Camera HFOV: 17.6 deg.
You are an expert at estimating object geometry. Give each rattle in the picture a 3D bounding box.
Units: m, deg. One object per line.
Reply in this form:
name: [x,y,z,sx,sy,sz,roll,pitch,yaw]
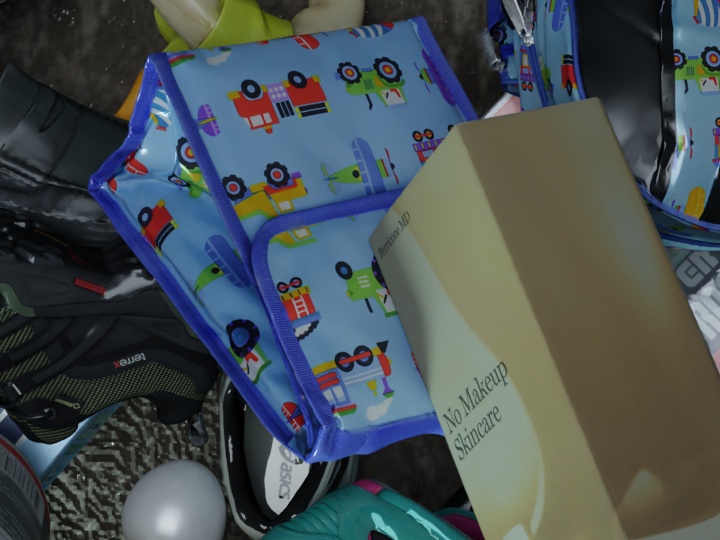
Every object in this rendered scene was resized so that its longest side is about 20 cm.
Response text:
rattle: [-0.081,-0.160,1.134,0.129,0.143,0.201,-12,69,-26]

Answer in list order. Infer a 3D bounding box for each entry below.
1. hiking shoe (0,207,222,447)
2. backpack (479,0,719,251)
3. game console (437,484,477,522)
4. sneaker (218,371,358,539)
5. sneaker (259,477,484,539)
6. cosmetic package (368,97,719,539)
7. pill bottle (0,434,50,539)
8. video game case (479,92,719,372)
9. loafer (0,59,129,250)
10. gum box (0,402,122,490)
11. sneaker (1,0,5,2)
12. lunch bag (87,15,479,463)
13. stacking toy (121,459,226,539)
hiking shoe: [-0.153,0.030,1.029,0.198,0.076,0.102,11,107,-11]
backpack: [0.145,-0.095,1.009,0.181,0.134,0.202,7,67,-22]
game console: [0.155,0.120,1.101,0.200,0.031,0.177,-46,78,2]
sneaker: [-0.028,0.033,1.093,0.075,0.088,0.202,0,87,8]
sneaker: [0.030,0.170,1.073,0.121,0.083,0.201,-42,121,-16]
cosmetic package: [0.082,0.047,0.902,0.071,0.105,0.201,-11,67,-27]
pill bottle: [-0.195,0.149,0.999,0.113,0.200,0.115,-1,109,-3]
video game case: [0.129,-0.005,1.095,0.143,0.017,0.200,-45,78,3]
loafer: [-0.160,-0.059,1.068,0.199,0.068,0.071,11,130,0]
gum box: [-0.204,0.034,1.134,0.170,0.045,0.200,42,93,6]
sneaker: [-0.197,-0.168,1.128,0.199,0.075,0.087,-38,79,4]
lunch bag: [0.000,0.000,0.998,0.201,0.150,0.094,58,139,25]
stacking toy: [-0.107,0.185,1.073,0.145,0.146,0.202,22,86,7]
